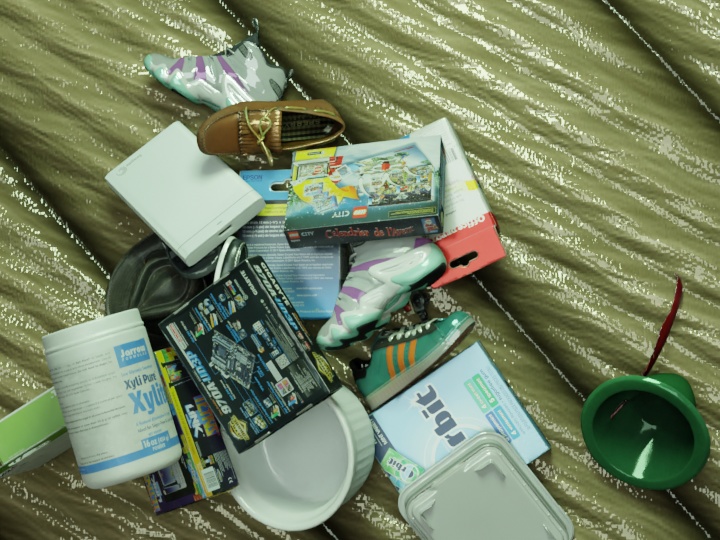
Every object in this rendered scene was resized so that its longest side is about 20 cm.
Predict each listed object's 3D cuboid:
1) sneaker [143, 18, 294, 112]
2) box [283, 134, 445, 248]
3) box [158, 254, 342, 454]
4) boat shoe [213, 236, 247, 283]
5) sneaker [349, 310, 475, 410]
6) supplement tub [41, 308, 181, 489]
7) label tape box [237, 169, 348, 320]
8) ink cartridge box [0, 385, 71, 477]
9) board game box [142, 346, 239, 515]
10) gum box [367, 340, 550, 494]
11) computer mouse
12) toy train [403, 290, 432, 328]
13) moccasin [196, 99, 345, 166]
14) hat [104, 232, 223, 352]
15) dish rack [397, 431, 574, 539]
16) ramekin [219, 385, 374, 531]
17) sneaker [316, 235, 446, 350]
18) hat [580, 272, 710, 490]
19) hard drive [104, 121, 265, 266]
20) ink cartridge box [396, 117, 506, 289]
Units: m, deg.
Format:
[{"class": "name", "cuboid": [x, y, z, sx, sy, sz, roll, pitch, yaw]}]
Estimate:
[{"class": "sneaker", "cuboid": [-0.186, -0.288, 1.784, 0.199, 0.078, 0.140, 26, 91, 0]}, {"class": "box", "cuboid": [0.007, -0.100, 1.654, 0.199, 0.038, 0.137, -5, 52, 13]}, {"class": "box", "cuboid": [-0.139, 0.106, 1.636, 0.159, 0.046, 0.200, -35, 85, 22]}, {"class": "boat shoe", "cuboid": [-0.160, 0.057, 1.703, 0.060, 0.076, 0.201, 9, 102, 13]}, {"class": "sneaker", "cuboid": [0.060, 0.101, 1.697, 0.200, 0.071, 0.080, -41, 82, 30]}, {"class": "supplement tub", "cuboid": [-0.311, 0.161, 1.633, 0.131, 0.132, 0.201, -17, 91, 9]}, {"class": "label tape box", "cuboid": [-0.090, -0.033, 1.757, 0.143, 0.066, 0.201, -1, 86, 11]}, {"class": "ink cartridge box", "cuboid": [-0.428, 0.207, 1.737, 0.147, 0.200, 0.076, -32, 83, 7]}, {"class": "board game box", "cuboid": [-0.251, 0.214, 1.731, 0.057, 0.165, 0.201, -17, 84, -35]}, {"class": "gum box", "cuboid": [0.121, 0.218, 1.720, 0.200, 0.045, 0.170, -35, 83, 8]}, {"class": "computer mouse", "cuboid": [-0.213, -0.071, 1.759, 0.140, 0.046, 0.200, -31, 55, -7]}, {"class": "toy train", "cuboid": [0.063, 0.028, 1.745, 0.046, 0.034, 0.201, -22, 85, 21]}, {"class": "moccasin", "cuboid": [-0.117, -0.182, 1.719, 0.200, 0.078, 0.074, -4, 114, -25]}, {"class": "hat", "cuboid": [-0.267, 0.035, 1.777, 0.200, 0.081, 0.202, 0, 89, 10]}, {"class": "dish rack", "cuboid": [0.163, 0.326, 1.677, 0.171, 0.044, 0.200, -37, 101, 8]}, {"class": "ramekin", "cuboid": [-0.078, 0.231, 1.706, 0.200, 0.098, 0.202, 2, 95, 26]}, {"class": "sneaker", "cuboid": [0.000, 0.000, 1.683, 0.200, 0.078, 0.140, -38, 71, 8]}, {"class": "hat", "cuboid": [0.398, 0.158, 1.688, 0.165, 0.176, 0.200, 36, 132, 7]}, {"class": "hard drive", "cuboid": [-0.237, -0.106, 1.744, 0.132, 0.027, 0.200, -40, 56, -13]}, {"class": "ink cartridge box", "cuboid": [0.107, -0.086, 1.723, 0.116, 0.067, 0.201, -25, 84, 9]}]
